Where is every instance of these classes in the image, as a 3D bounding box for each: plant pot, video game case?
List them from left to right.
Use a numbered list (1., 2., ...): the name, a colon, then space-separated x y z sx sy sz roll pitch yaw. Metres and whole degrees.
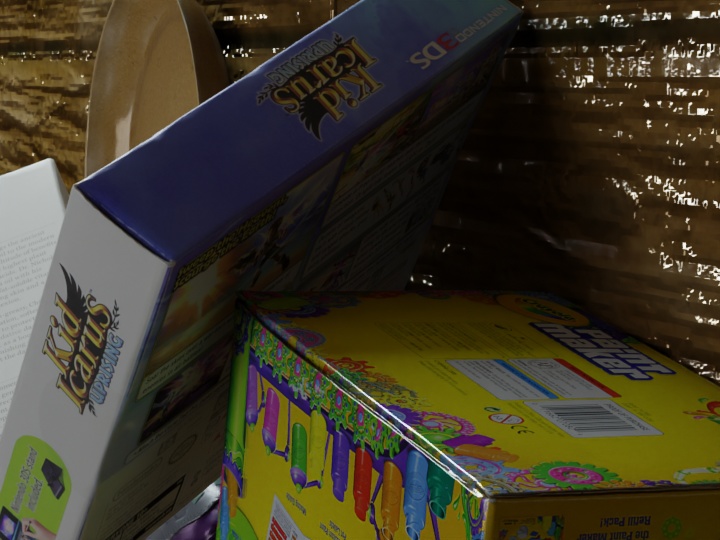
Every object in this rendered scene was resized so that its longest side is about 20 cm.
1. plant pot: -0.099 -0.050 1.198 0.200 0.027 0.201 180 90 -67
2. video game case: -0.040 0.002 0.843 0.045 0.200 0.182 38 135 15

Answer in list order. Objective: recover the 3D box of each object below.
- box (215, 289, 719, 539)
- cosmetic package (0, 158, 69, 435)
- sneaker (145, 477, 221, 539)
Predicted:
1. box: 0.040 0.123 0.724 0.200 0.121 0.194 -146 59 -63
2. cosmetic package: -0.183 0.044 1.282 0.071 0.101 0.201 71 180 -47
3. sneaker: -0.081 0.184 1.098 0.087 0.074 0.201 27 118 54
